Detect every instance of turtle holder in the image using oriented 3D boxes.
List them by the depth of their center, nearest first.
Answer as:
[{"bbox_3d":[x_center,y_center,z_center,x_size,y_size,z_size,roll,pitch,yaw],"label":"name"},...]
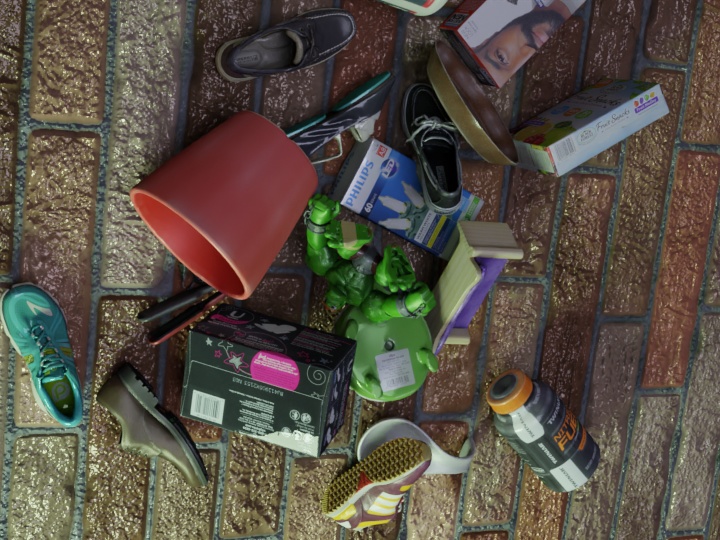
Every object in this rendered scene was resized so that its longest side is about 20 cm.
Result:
[{"bbox_3d":[0.012,0.092,1.666,0.141,0.132,0.186,-44,99,-17],"label":"turtle holder"}]

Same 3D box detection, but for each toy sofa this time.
[{"bbox_3d":[0.150,0.031,1.682,0.082,0.098,0.201,2,137,-24],"label":"toy sofa"}]

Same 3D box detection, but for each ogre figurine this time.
[{"bbox_3d":[0.000,0.000,1.556,0.199,0.120,0.098,25,54,-6],"label":"ogre figurine"}]

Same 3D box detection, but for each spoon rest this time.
[{"bbox_3d":[0.088,0.267,1.781,0.199,0.061,0.100,10,112,-27],"label":"spoon rest"}]

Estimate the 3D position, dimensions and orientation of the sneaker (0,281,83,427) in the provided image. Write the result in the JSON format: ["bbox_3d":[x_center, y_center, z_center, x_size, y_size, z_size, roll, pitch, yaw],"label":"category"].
[{"bbox_3d":[-0.395,0.108,1.524,0.077,0.080,0.201,-24,111,-16],"label":"sneaker"}]

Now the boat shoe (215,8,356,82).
[{"bbox_3d":[-0.089,-0.292,1.564,0.199,0.065,0.072,-19,108,-19],"label":"boat shoe"}]

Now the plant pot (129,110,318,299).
[{"bbox_3d":[-0.161,-0.092,1.524,0.177,0.200,0.201,-48,117,-18],"label":"plant pot"}]

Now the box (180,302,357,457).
[{"bbox_3d":[-0.119,0.142,1.575,0.199,0.115,0.133,15,112,14],"label":"box"}]

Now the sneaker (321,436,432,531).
[{"bbox_3d":[0.040,0.313,1.739,0.200,0.075,0.090,-34,125,29],"label":"sneaker"}]

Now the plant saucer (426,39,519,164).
[{"bbox_3d":[0.148,-0.221,1.629,0.034,0.201,0.200,-33,117,19],"label":"plant saucer"}]

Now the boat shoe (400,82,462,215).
[{"bbox_3d":[0.099,-0.176,1.618,0.073,0.068,0.201,-3,65,-5],"label":"boat shoe"}]

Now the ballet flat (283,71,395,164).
[{"bbox_3d":[-0.030,-0.193,1.614,0.199,0.073,0.073,-31,113,-7],"label":"ballet flat"}]

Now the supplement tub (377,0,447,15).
[{"bbox_3d":[0.024,-0.420,1.539,0.199,0.140,0.141,13,98,-26],"label":"supplement tub"}]

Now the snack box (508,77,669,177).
[{"bbox_3d":[0.318,-0.209,1.719,0.199,0.142,0.053,-29,112,-14],"label":"snack box"}]

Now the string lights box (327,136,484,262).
[{"bbox_3d":[0.064,-0.100,1.682,0.199,0.059,0.103,26,93,-27],"label":"string lights box"}]

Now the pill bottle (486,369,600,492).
[{"bbox_3d":[0.274,0.240,1.834,0.106,0.106,0.200,-45,116,-7],"label":"pill bottle"}]

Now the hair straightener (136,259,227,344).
[{"bbox_3d":[-0.211,0.017,1.602,0.199,0.041,0.077,-31,114,-14],"label":"hair straightener"}]

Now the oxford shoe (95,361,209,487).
[{"bbox_3d":[-0.280,0.223,1.612,0.084,0.073,0.200,-40,103,-7],"label":"oxford shoe"}]

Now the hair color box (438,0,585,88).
[{"bbox_3d":[0.220,-0.366,1.681,0.200,0.064,0.111,-46,116,-6],"label":"hair color box"}]
